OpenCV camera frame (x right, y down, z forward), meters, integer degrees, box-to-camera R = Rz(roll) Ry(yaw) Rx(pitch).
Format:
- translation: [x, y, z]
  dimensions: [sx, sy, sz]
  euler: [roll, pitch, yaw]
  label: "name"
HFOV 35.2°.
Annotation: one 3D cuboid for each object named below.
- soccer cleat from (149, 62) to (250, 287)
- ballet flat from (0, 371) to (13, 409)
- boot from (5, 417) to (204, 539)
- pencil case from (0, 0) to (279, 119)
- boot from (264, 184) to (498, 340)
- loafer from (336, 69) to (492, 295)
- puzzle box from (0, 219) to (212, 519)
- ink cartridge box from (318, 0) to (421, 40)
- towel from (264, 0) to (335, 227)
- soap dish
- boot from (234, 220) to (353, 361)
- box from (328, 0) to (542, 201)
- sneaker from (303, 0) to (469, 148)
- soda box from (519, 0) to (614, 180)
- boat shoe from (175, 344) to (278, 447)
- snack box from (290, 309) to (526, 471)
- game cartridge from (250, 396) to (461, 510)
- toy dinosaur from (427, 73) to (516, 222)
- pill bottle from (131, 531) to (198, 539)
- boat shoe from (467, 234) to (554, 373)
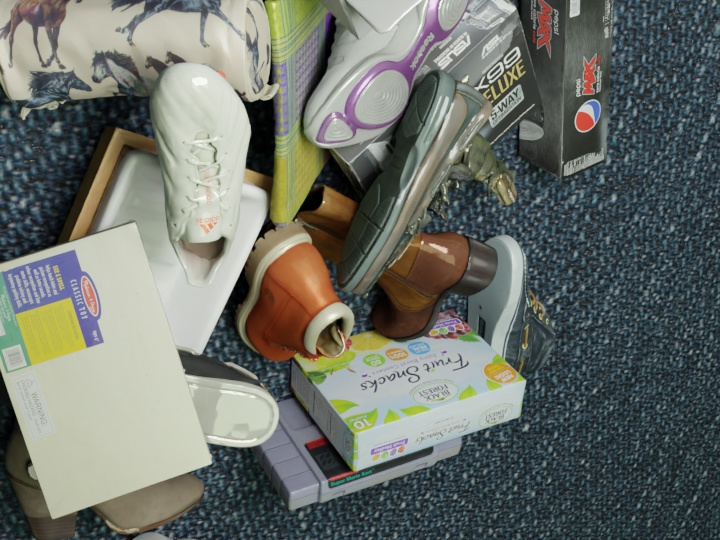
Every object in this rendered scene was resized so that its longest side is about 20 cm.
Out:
- translation: [-0.113, -0.065, 0.818]
  dimensions: [0.068, 0.078, 0.201]
  euler: [2, 147, -2]
  label: "soccer cleat"
- translation: [-0.234, 0.104, 0.966]
  dimensions: [0.198, 0.073, 0.074]
  euler: [26, 104, -19]
  label: "ballet flat"
- translation: [-0.231, 0.168, 1.055]
  dimensions: [0.198, 0.070, 0.148]
  euler: [-9, 116, -37]
  label: "boot"
- translation: [-0.160, -0.158, 0.821]
  dimensions: [0.197, 0.078, 0.090]
  euler: [-1, 137, 3]
  label: "pencil case"
- translation: [0.000, 0.000, 1.074]
  dimensions: [0.198, 0.188, 0.069]
  euler: [17, 67, -25]
  label: "boot"
- translation: [0.046, -0.063, 0.941]
  dimensions: [0.062, 0.072, 0.202]
  euler: [19, 107, -22]
  label: "loafer"
- translation: [-0.205, 0.075, 0.877]
  dimensions: [0.131, 0.025, 0.203]
  euler: [-17, 99, -7]
  label: "puzzle box"
- translation: [-0.004, -0.257, 0.835]
  dimensions: [0.116, 0.200, 0.067]
  euler: [-41, 161, -2]
  label: "ink cartridge box"
- translation: [-0.049, -0.149, 0.942]
  dimensions: [0.144, 0.022, 0.202]
  euler: [-62, 158, -53]
  label: "towel"
- translation: [-0.180, -0.016, 0.956]
  dimensions: [0.156, 0.081, 0.202]
  euler: [14, 110, -39]
  label: "soap dish"
- translation: [-0.057, 0.051, 1.033]
  dimensions: [0.075, 0.108, 0.201]
  euler: [-32, 161, -21]
  label: "boot"
- translation: [0.069, -0.141, 1.033]
  dimensions: [0.200, 0.050, 0.158]
  euler: [-42, 152, -3]
  label: "box"
- translation: [0.009, -0.186, 0.950]
  dimensions: [0.201, 0.099, 0.075]
  euler: [-53, 145, -15]
  label: "sneaker"
- translation: [0.198, -0.194, 1.099]
  dimensions: [0.063, 0.071, 0.202]
  euler: [-24, 130, -24]
  label: "soda box"
- translation: [-0.164, 0.093, 0.936]
  dimensions: [0.197, 0.060, 0.075]
  euler: [13, 101, -17]
  label: "boat shoe"
- translation: [0.046, 0.116, 1.150]
  dimensions: [0.198, 0.142, 0.054]
  euler: [-14, 127, -26]
  label: "snack box"
- translation: [-0.009, 0.165, 1.154]
  dimensions: [0.198, 0.130, 0.039]
  euler: [-14, 125, -27]
  label: "game cartridge"
- translation: [0.091, -0.094, 1.024]
  dimensions: [0.089, 0.047, 0.200]
  euler: [-56, 153, -8]
  label: "toy dinosaur"
- translation: [-0.165, 0.347, 1.179]
  dimensions: [0.111, 0.111, 0.200]
  euler: [-45, 133, 0]
  label: "pill bottle"
- translation: [0.168, 0.038, 1.237]
  dimensions: [0.090, 0.071, 0.202]
  euler: [-16, 133, -26]
  label: "boat shoe"
